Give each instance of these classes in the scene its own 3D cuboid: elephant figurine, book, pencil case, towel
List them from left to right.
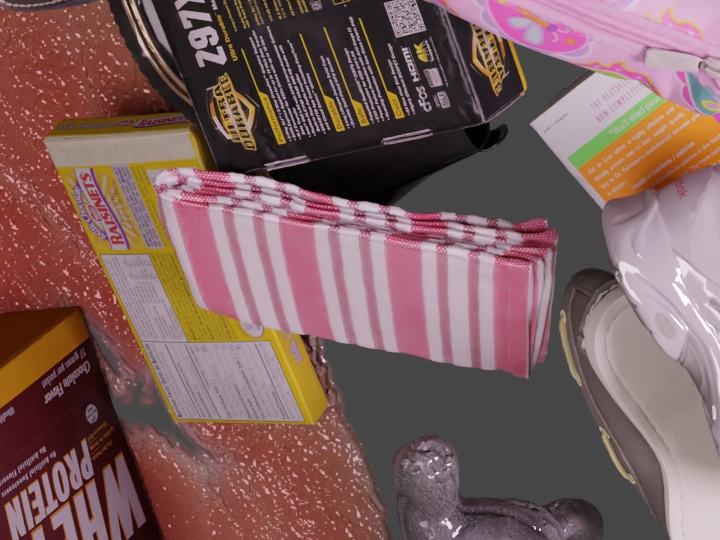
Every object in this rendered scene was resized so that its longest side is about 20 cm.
[{"bbox_3d":[0.000,0.000,1.028,0.199,0.030,0.147,11,156,8],"label":"towel"},{"bbox_3d":[0.073,0.173,1.071,0.142,0.155,0.200,58,140,20],"label":"elephant figurine"},{"bbox_3d":[0.084,-0.130,0.845,0.199,0.088,0.088,19,129,-15],"label":"pencil case"},{"bbox_3d":[0.195,-0.036,0.954,0.133,0.048,0.200,-37,95,37],"label":"book"}]

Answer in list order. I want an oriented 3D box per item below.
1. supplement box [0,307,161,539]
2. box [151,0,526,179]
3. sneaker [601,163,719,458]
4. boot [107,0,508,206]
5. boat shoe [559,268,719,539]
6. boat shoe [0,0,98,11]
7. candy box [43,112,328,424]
[{"bbox_3d":[-0.252,0.147,1.256,0.196,0.133,0.201,-5,112,32],"label":"supplement box"},{"bbox_3d":[-0.029,-0.152,0.935,0.159,0.049,0.201,-9,109,38],"label":"box"},{"bbox_3d":[0.195,0.036,0.927,0.099,0.078,0.200,-28,112,18],"label":"sneaker"},{"bbox_3d":[-0.028,-0.116,1.033,0.138,0.078,0.200,-27,111,32],"label":"boot"},{"bbox_3d":[0.162,0.083,1.024,0.202,0.072,0.060,60,171,-25],"label":"boat shoe"},{"bbox_3d":[-0.113,-0.162,0.911,0.199,0.065,0.073,-20,105,40],"label":"boat shoe"},{"bbox_3d":[-0.095,0.003,1.132,0.102,0.026,0.201,1,126,33],"label":"candy box"}]
